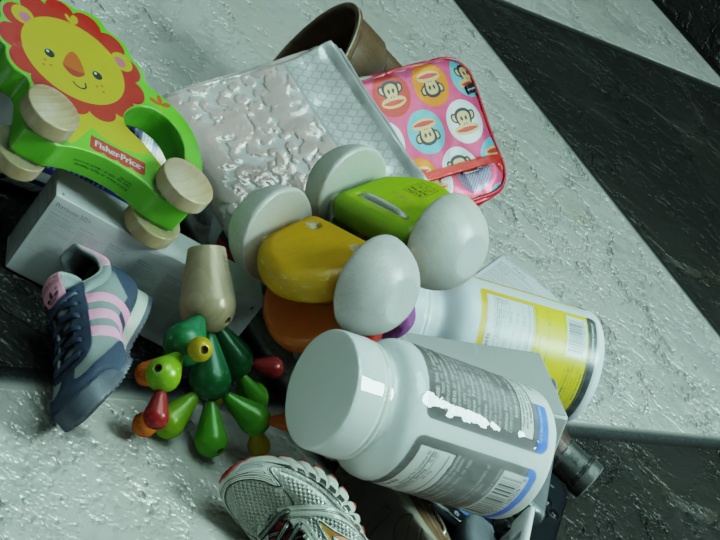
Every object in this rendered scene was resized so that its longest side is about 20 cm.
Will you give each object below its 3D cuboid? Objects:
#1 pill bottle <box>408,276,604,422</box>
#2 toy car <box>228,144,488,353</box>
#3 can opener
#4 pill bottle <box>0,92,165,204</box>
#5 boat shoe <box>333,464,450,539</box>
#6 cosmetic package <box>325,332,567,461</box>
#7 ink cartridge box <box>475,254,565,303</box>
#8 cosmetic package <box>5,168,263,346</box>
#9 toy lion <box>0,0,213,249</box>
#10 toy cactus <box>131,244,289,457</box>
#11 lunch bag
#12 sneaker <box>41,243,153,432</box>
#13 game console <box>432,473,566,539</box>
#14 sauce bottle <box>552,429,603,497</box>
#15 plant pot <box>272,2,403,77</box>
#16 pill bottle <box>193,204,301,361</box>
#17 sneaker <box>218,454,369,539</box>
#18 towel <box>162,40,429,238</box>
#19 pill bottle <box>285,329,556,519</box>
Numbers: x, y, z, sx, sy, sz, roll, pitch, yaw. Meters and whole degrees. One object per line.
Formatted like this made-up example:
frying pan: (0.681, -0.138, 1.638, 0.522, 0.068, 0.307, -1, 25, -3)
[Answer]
pill bottle: (0.119, 0.068, 1.624, 0.199, 0.112, 0.112, 16, 31, -17)
toy car: (0.000, 0.000, 1.438, 0.175, 0.151, 0.200, 28, 44, 36)
can opener: (0.127, 0.203, 1.527, 0.067, 0.053, 0.200, 37, 29, -9)
pill bottle: (-0.265, -0.123, 1.480, 0.199, 0.116, 0.116, 22, 30, -37)
boat shoe: (0.046, 0.225, 1.398, 0.072, 0.076, 0.201, 20, 33, -42)
cosmetic package: (0.069, 0.118, 1.519, 0.199, 0.091, 0.107, 13, 28, -14)
ink cartridge box: (0.164, 0.063, 1.831, 0.136, 0.077, 0.200, 39, 25, 9)
cosmetic package: (-0.184, 0.000, 1.430, 0.199, 0.083, 0.051, 30, 27, -24)
toy lion: (-0.216, -0.134, 1.401, 0.199, 0.069, 0.192, 28, 35, -26)
toy cactus: (-0.113, 0.062, 1.364, 0.200, 0.102, 0.166, 14, 71, -59)
lunch bag: (0.039, -0.103, 1.683, 0.199, 0.082, 0.177, -18, 88, -31)
sneaker: (-0.215, 0.048, 1.310, 0.082, 0.070, 0.200, 46, 16, -17)
game console: (0.100, 0.186, 1.594, 0.200, 0.031, 0.177, 39, 24, -3)
sauce bottle: (0.153, 0.139, 1.708, 0.200, 0.066, 0.066, 41, 24, 4)
plant pot: (0.000, -0.142, 1.832, 0.198, 0.200, 0.201, 39, 23, -24)
pill bottle: (-0.068, -0.019, 1.593, 0.200, 0.116, 0.116, 49, 25, 21)
sneaker: (-0.027, 0.217, 1.297, 0.200, 0.078, 0.082, 41, 25, 2)
towel: (-0.059, -0.106, 1.560, 0.190, 0.032, 0.201, -23, 64, -21)
pill bottle: (0.047, 0.119, 1.369, 0.199, 0.114, 0.114, 22, 30, -33)
